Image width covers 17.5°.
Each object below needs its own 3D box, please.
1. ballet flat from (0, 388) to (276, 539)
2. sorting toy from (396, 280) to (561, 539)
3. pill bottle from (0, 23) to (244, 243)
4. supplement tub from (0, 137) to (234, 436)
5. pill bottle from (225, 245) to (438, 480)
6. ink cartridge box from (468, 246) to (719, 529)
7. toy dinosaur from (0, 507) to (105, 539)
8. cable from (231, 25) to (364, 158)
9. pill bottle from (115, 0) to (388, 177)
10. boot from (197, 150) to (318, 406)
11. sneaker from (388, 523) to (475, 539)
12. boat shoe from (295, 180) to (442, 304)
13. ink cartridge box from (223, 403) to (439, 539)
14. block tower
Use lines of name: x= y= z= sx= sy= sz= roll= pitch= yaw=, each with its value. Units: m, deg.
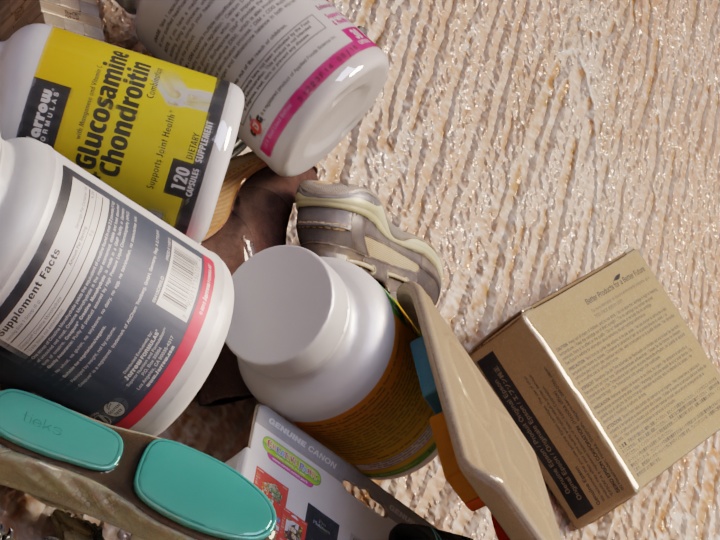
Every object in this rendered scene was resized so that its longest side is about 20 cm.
ballet flat: x=-0.144 y=0.130 z=1.418 sx=0.199 sy=0.063 sz=0.068 roll=25 pitch=44 yaw=1
sorting toy: x=0.084 y=0.125 z=1.515 sx=0.186 sy=0.036 sz=0.201 roll=55 pitch=9 yaw=-39
pill bottle: x=-0.183 y=-0.094 z=1.523 sx=0.198 sy=0.112 sz=0.113 roll=16 pitch=45 yaw=-6
supplement tub: x=-0.191 y=0.008 z=1.445 sx=0.199 sy=0.140 sz=0.141 roll=33 pitch=41 yaw=-25
pill bottle: x=-0.015 y=0.059 z=1.564 sx=0.200 sy=0.110 sz=0.112 roll=44 pitch=28 yaw=-57
ink cartridge box: x=0.196 y=0.090 z=1.860 sx=0.199 sy=0.075 sz=0.165 roll=-25 pitch=80 yaw=-53
toy dinosaur: x=-0.193 y=0.206 z=1.368 sx=0.088 sy=0.047 sz=0.201 roll=37 pitch=42 yaw=-31
cable: x=-0.045 y=-0.123 z=1.750 sx=0.050 sy=0.097 sz=0.200 roll=48 pitch=37 yaw=2
pill bottle: x=-0.086 y=-0.171 z=1.641 sx=0.200 sy=0.114 sz=0.113 roll=43 pitch=35 yaw=11
boot: x=-0.078 y=0.004 z=1.656 sx=0.199 sy=0.072 sz=0.168 roll=-15 pitch=86 yaw=-55
sneaker: x=0.044 y=0.236 z=1.452 sx=0.079 sy=0.076 sz=0.201 roll=30 pitch=31 yaw=-16
boat shoe: x=0.000 y=0.000 z=1.702 sx=0.200 sy=0.074 sz=0.074 roll=39 pitch=60 yaw=-57
ink cartridge box: x=-0.031 y=0.214 z=1.504 sx=0.200 sy=0.084 sz=0.176 roll=38 pitch=38 yaw=-21
block tower: x=-0.225 y=-0.204 z=1.650 sx=0.054 sy=0.058 sz=0.202 roll=13 pitch=54 yaw=-41
